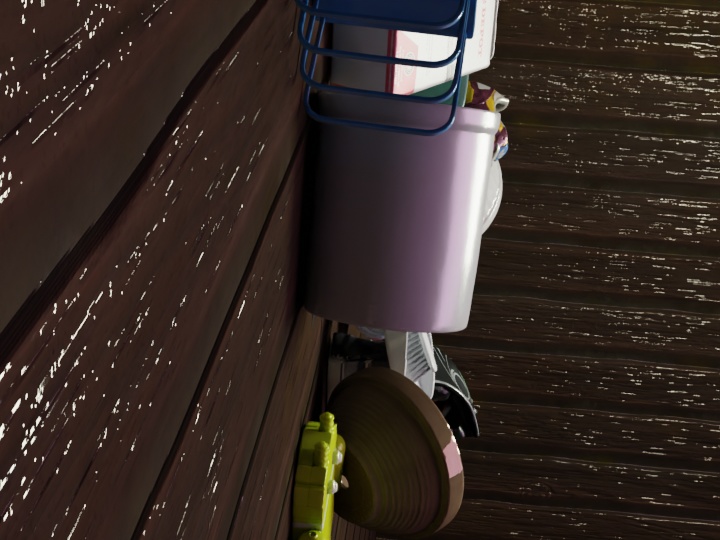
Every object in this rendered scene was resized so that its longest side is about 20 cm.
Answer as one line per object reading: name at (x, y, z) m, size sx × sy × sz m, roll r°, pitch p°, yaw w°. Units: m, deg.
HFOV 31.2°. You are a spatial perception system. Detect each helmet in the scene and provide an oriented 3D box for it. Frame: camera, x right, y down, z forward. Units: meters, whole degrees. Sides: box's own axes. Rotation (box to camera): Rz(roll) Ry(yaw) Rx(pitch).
helmet at (0.067, 0.195, 1.880) m, size 0.191 × 0.198 × 0.202 m, roll -134°, pitch -136°, yaw -64°

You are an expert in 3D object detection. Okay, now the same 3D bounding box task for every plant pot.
plant pot at (0.013, 0.216, 1.435) m, size 0.092 × 0.200 × 0.203 m, roll -22°, pitch 126°, yaw -40°

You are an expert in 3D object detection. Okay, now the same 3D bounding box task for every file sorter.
file sorter at (0.019, -0.211, 0.997) m, size 0.200 × 0.137 × 0.124 m, roll 88°, pitch 11°, yaw -63°

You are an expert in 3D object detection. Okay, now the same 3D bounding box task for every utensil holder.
utensil holder at (0.035, -0.055, 1.194) m, size 0.170 × 0.168 × 0.202 m, roll -59°, pitch 155°, yaw -82°

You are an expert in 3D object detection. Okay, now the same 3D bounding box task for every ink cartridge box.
ink cartridge box at (0.060, -0.269, 1.320) m, size 0.199 × 0.084 × 0.147 m, roll -25°, pitch 126°, yaw -49°

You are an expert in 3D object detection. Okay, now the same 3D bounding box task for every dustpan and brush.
dustpan and brush at (0.061, 0.054, 1.518) m, size 0.140 × 0.057 × 0.202 m, roll 32°, pitch 41°, yaw -70°

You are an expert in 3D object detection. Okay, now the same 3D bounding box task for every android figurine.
android figurine at (-0.044, 0.240, 1.318) m, size 0.183 × 0.041 × 0.202 m, roll -79°, pitch 174°, yaw -60°

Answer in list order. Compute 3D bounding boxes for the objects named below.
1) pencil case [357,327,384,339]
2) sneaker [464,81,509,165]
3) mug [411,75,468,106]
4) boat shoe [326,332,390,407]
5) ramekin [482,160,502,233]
pencil case at (0.031, 0.047, 1.772) m, size 0.083 × 0.091 × 0.200 m, roll 51°, pitch -1°, yaw 3°
sneaker at (0.132, -0.138, 1.532) m, size 0.075 × 0.089 × 0.202 m, roll 124°, pitch -22°, yaw -64°
mug at (0.043, -0.181, 1.495) m, size 0.185 × 0.113 × 0.153 m, roll 133°, pitch -29°, yaw -71°
boat shoe at (0.006, 0.168, 1.599) m, size 0.075 × 0.092 × 0.201 m, roll -81°, pitch 174°, yaw -51°
ramekin at (0.077, -0.125, 1.642) m, size 0.105 × 0.198 × 0.202 m, roll 64°, pitch 29°, yaw -64°
